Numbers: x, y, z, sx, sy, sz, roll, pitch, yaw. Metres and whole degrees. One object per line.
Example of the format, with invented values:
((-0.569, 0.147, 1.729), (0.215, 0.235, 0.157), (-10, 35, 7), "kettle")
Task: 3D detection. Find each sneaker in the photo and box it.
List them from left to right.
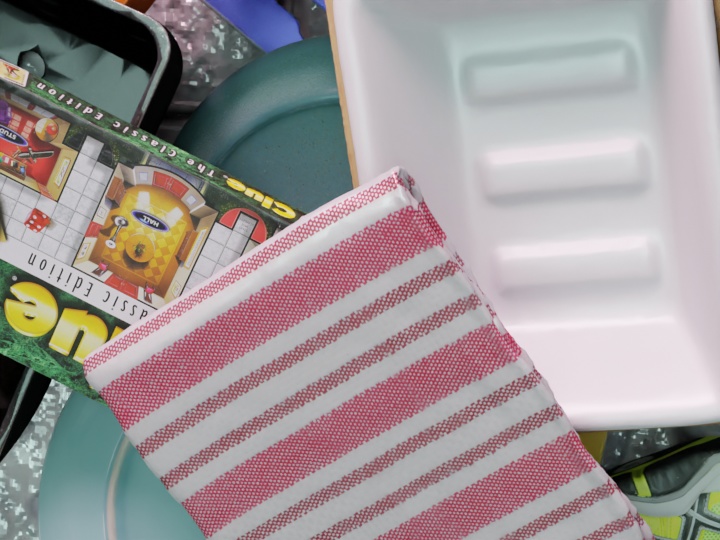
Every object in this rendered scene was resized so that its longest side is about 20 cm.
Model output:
((0.161, 0.112, 0.879), (0.199, 0.075, 0.077), (-19, 90, 13), "sneaker")

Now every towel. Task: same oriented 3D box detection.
((0.008, 0.072, 0.751), (0.146, 0.030, 0.201), (-30, 109, 16), "towel")

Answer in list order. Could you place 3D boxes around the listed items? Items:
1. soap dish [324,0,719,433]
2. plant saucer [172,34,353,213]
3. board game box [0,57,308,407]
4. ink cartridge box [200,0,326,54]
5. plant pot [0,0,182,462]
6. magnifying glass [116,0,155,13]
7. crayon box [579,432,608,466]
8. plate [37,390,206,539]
((0.077, -0.038, 0.767), (0.156, 0.081, 0.202), (-5, 105, 18), "soap dish")
((0.000, 0.000, 0.858), (0.199, 0.027, 0.202), (4, 107, 13), "plant saucer")
((-0.089, 0.000, 0.758), (0.199, 0.023, 0.105), (26, 115, -2), "board game box")
((0.024, -0.166, 0.859), (0.198, 0.043, 0.200), (39, 95, 7), "ink cartridge box")
((-0.188, -0.052, 0.876), (0.199, 0.177, 0.201), (25, 98, 4), "plant pot")
((-0.151, -0.193, 0.910), (0.080, 0.022, 0.200), (-47, 66, 26), "magnifying glass")
((0.027, 0.004, 0.906), (0.199, 0.052, 0.127), (14, 97, 10), "crayon box")
((-0.036, 0.099, 0.821), (0.198, 0.026, 0.202), (0, 81, 2), "plate")
